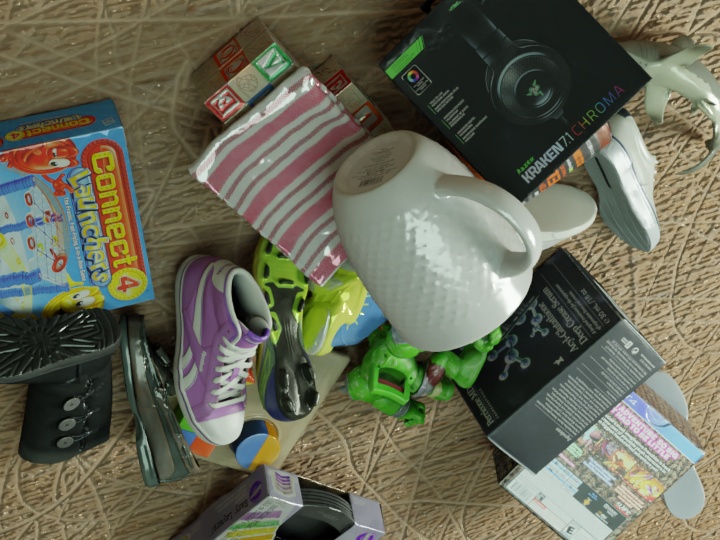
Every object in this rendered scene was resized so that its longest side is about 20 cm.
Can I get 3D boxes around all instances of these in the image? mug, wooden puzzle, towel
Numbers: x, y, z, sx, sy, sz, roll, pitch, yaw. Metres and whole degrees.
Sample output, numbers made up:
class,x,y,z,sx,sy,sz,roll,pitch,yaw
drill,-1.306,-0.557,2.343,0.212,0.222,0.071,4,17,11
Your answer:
class,x,y,z,sx,sy,sz,roll,pitch,yaw
mug,0.075,-0.036,1.160,0.175,0.200,0.148,54,54,-31
wooden puzzle,-0.128,0.147,1.401,0.200,0.046,0.185,19,114,-32
towel,-0.047,-0.085,1.206,0.146,0.030,0.200,-42,128,7

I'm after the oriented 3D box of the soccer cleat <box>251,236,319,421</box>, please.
class,x,y,z,sx,sy,sz,roll,pitch,yaw
soccer cleat,-0.090,0.057,1.316,0.065,0.084,0.201,-8,92,-35

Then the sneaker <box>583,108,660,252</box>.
class,x,y,z,sx,sy,sz,roll,pitch,yaw
sneaker,0.301,-0.097,1.398,0.071,0.073,0.200,-49,141,-14

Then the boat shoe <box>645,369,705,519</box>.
class,x,y,z,sx,sy,sz,roll,pitch,yaw
boat shoe,0.395,0.218,1.659,0.074,0.086,0.202,-20,100,-2

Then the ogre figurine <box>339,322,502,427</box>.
class,x,y,z,sx,sy,sz,roll,pitch,yaw
ogre figurine,0.061,0.107,1.414,0.120,0.098,0.200,13,158,-26

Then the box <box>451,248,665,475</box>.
class,x,y,z,sx,sy,sz,roll,pitch,yaw
box,0.215,0.103,1.450,0.200,0.149,0.107,-43,128,9

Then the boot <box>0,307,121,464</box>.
class,x,y,z,sx,sy,sz,roll,pitch,yaw
boot,-0.324,0.123,1.255,0.164,0.066,0.200,-6,147,-22

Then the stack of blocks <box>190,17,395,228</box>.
class,x,y,z,sx,sy,sz,roll,pitch,yaw
stack of blocks,-0.053,-0.147,1.217,0.115,0.059,0.200,-40,129,7

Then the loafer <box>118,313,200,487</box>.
class,x,y,z,sx,sy,sz,roll,pitch,yaw
loafer,-0.210,0.132,1.326,0.063,0.072,0.201,-7,115,-6

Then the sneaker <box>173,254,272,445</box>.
class,x,y,z,sx,sy,sz,roll,pitch,yaw
sneaker,-0.133,0.089,1.269,0.073,0.114,0.201,-17,108,-37

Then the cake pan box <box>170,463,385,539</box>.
class,x,y,z,sx,sy,sz,roll,pitch,yaw
cake pan box,-0.096,0.315,1.502,0.184,0.052,0.200,25,126,-37

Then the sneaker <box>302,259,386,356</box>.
class,x,y,z,sx,sy,sz,roll,pitch,yaw
sneaker,0.000,0.000,1.349,0.105,0.076,0.200,3,123,-46

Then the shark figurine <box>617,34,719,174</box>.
class,x,y,z,sx,sy,sz,roll,pitch,yaw
shark figurine,0.349,-0.200,1.345,0.214,0.090,0.128,37,138,-29

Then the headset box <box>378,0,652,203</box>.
class,x,y,z,sx,sy,sz,roll,pitch,yaw
headset box,0.139,-0.188,1.189,0.174,0.093,0.200,-43,87,7

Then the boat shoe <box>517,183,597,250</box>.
class,x,y,z,sx,sy,sz,roll,pitch,yaw
boat shoe,0.162,-0.037,1.386,0.200,0.072,0.069,-21,150,-17

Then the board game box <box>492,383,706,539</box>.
class,x,y,z,sx,sy,sz,roll,pitch,yaw
board game box,0.289,0.224,1.562,0.159,0.097,0.200,41,103,-11

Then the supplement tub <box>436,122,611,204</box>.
class,x,y,z,sx,sy,sz,roll,pitch,yaw
supplement tub,0.148,-0.118,1.294,0.200,0.107,0.107,-35,129,4

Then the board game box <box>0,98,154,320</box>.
class,x,y,z,sx,sy,sz,roll,pitch,yaw
board game box,-0.306,-0.042,1.186,0.195,0.056,0.200,-14,127,-13
